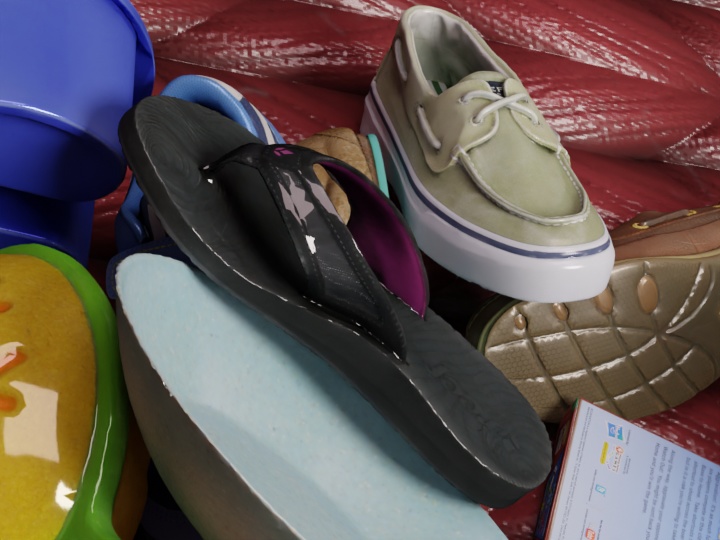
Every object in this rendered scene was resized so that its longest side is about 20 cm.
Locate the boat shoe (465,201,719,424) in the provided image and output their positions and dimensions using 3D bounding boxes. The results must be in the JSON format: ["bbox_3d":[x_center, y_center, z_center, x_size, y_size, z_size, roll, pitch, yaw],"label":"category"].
[{"bbox_3d":[0.126,0.012,0.992,0.199,0.072,0.067,-16,25,-26],"label":"boat shoe"}]

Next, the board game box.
[{"bbox_3d":[0.107,0.145,0.878,0.103,0.019,0.201,25,45,-6],"label":"board game box"}]

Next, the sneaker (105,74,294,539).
[{"bbox_3d":[-0.061,0.014,0.866,0.073,0.082,0.201,-9,53,10],"label":"sneaker"}]

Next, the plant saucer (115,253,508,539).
[{"bbox_3d":[-0.014,0.076,0.754,0.201,0.039,0.201,42,11,-10],"label":"plant saucer"}]

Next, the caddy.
[{"bbox_3d":[-0.175,-0.063,0.866,0.199,0.142,0.105,7,52,-19],"label":"caddy"}]

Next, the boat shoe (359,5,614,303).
[{"bbox_3d":[0.047,-0.051,0.962,0.072,0.062,0.200,-4,28,-22],"label":"boat shoe"}]

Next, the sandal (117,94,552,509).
[{"bbox_3d":[0.001,0.000,0.823,0.200,0.048,0.075,41,30,-12],"label":"sandal"}]

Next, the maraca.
[{"bbox_3d":[-0.123,0.077,0.767,0.107,0.137,0.201,27,30,-38],"label":"maraca"}]

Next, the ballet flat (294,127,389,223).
[{"bbox_3d":[-0.007,0.023,0.923,0.072,0.068,0.201,-12,52,-7],"label":"ballet flat"}]
